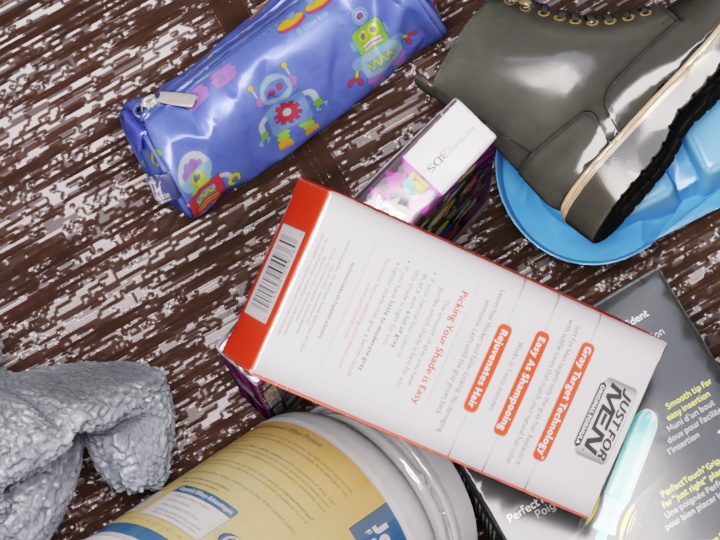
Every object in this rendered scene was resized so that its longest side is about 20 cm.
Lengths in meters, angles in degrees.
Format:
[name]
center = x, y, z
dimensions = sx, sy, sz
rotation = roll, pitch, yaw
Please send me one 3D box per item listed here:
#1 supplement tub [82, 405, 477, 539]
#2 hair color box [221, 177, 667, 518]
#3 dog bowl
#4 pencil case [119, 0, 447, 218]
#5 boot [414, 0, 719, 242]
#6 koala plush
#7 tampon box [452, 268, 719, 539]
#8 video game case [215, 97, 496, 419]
[supplement tub]
center = -0.048, 0.164, 1.600
dimensions = 0.200, 0.145, 0.145
rotation = -32, 78, -34
[hair color box]
center = 0.043, 0.039, 1.518
dimensions = 0.199, 0.061, 0.102
rotation = 25, 91, -19
[dog bowl]
center = 0.171, -0.074, 1.712
dimensions = 0.199, 0.050, 0.112
rotation = -27, 80, -3
[pencil case]
center = -0.048, -0.113, 1.713
dimensions = 0.200, 0.087, 0.078
rotation = -37, 51, -5
[boot]
center = 0.139, -0.136, 1.658
dimensions = 0.138, 0.077, 0.200
rotation = 39, 83, 13
[koala plush]
center = -0.218, 0.148, 1.643
dimensions = 0.176, 0.184, 0.201
rotation = 15, 107, 22
[tampon box]
center = 0.149, 0.129, 1.637
dimensions = 0.149, 0.126, 0.201
rotation = -30, 79, -3
[video game case]
center = 0.000, 0.000, 1.631
dimensions = 0.036, 0.200, 0.181
rotation = 43, 84, 7
